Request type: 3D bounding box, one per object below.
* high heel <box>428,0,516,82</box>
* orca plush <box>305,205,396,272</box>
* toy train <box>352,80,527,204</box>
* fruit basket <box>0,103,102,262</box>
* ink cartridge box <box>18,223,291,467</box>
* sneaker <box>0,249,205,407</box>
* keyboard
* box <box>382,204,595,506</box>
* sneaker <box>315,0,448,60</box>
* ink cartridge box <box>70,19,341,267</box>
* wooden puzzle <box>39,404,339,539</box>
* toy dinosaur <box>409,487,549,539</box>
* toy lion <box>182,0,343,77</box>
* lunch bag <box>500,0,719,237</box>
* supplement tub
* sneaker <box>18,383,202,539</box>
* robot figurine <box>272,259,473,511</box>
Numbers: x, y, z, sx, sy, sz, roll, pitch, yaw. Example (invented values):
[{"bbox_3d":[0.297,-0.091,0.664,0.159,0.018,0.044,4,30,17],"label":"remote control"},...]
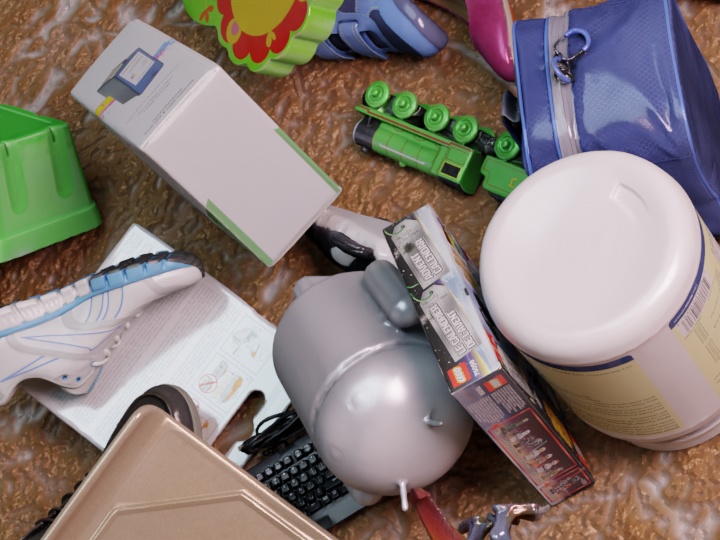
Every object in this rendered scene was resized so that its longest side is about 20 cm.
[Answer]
[{"bbox_3d":[0.067,-0.206,1.573,0.095,0.067,0.201,-20,52,6],"label":"high heel"},{"bbox_3d":[0.000,0.000,1.506,0.199,0.105,0.071,16,104,30],"label":"orca plush"},{"bbox_3d":[0.072,-0.092,1.535,0.199,0.042,0.057,24,88,35],"label":"toy train"},{"bbox_3d":[-0.335,-0.034,1.681,0.215,0.155,0.217,15,115,35],"label":"fruit basket"},{"bbox_3d":[-0.147,0.082,1.567,0.200,0.047,0.160,35,83,20],"label":"ink cartridge box"},{"bbox_3d":[-0.207,0.046,1.541,0.199,0.075,0.087,-21,93,4],"label":"sneaker"},{"bbox_3d":[-0.049,0.144,1.468,0.199,0.040,0.104,-32,56,6],"label":"keyboard"},{"bbox_3d":[0.088,0.060,1.344,0.040,0.200,0.137,-29,54,9],"label":"box"},{"bbox_3d":[-0.010,-0.201,1.617,0.200,0.074,0.082,28,81,43],"label":"sneaker"},{"bbox_3d":[-0.122,-0.101,1.534,0.088,0.145,0.200,-47,29,-2],"label":"ink cartridge box"},{"bbox_3d":[-0.127,0.223,1.413,0.200,0.037,0.185,37,83,-4],"label":"wooden puzzle"},{"bbox_3d":[0.086,0.247,1.283,0.105,0.199,0.183,-23,60,49],"label":"toy dinosaur"},{"bbox_3d":[-0.082,-0.246,1.607,0.200,0.068,0.193,-13,74,50],"label":"toy lion"},{"bbox_3d":[0.172,-0.097,1.382,0.132,0.200,0.137,-13,60,19],"label":"lunch bag"},{"bbox_3d":[0.177,0.026,1.315,0.144,0.200,0.146,-12,60,22],"label":"supplement tub"},{"bbox_3d":[-0.187,0.174,1.461,0.075,0.106,0.201,18,88,36],"label":"sneaker"},{"bbox_3d":[0.009,0.077,1.385,0.112,0.170,0.200,-4,33,-20],"label":"robot figurine"}]
